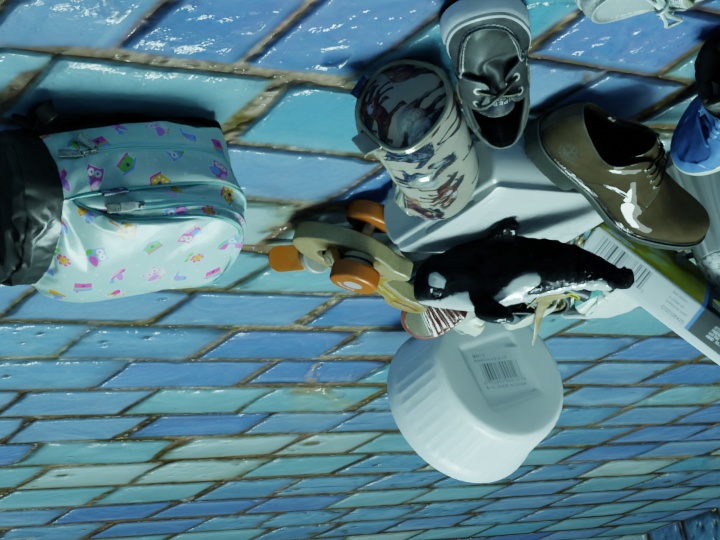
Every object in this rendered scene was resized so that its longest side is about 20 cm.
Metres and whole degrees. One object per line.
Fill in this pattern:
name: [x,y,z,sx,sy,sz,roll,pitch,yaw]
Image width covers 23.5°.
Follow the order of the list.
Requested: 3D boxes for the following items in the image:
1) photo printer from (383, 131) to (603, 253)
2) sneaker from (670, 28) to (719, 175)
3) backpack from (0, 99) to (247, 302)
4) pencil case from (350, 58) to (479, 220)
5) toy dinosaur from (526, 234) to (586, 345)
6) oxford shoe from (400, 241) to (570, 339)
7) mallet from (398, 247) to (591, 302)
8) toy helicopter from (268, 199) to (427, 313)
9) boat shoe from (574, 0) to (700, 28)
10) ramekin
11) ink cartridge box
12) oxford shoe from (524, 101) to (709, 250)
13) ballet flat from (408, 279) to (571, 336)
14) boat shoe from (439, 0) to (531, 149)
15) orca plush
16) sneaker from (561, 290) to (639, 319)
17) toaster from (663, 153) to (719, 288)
photo printer: [0.146,-0.069,1.604,0.199,0.070,0.166,1,158,-36]
sneaker: [0.304,-0.145,1.458,0.111,0.077,0.200,-5,157,-38]
backpack: [-0.191,-0.050,1.365,0.199,0.127,0.167,-6,158,-27]
pencil case: [0.047,-0.103,1.426,0.089,0.078,0.200,-31,161,2]
toy dinosaur: [0.212,0.011,1.837,0.101,0.058,0.200,-39,171,-14]
oxford shoe: [0.128,-0.005,1.822,0.199,0.071,0.075,-28,-157,14]
mallet: [0.130,-0.006,1.713,0.199,0.041,0.066,23,158,-15]
toy helicopter: [0.000,0.000,1.698,0.132,0.079,0.200,3,160,33]
boat shoe: [0.252,-0.216,1.240,0.201,0.065,0.074,-16,161,13]
ramekin: [0.140,0.137,2.023,0.200,0.201,0.098,0,151,-32]
ink cartridge box: [0.313,0.011,1.721,0.047,0.197,0.200,-55,177,20]
oxford shoe: [0.243,-0.081,1.520,0.200,0.073,0.084,30,145,-26]
ballet flat: [0.143,0.035,1.911,0.199,0.073,0.073,-6,161,-15]
boat shoe: [0.102,-0.148,1.347,0.070,0.067,0.200,-12,162,0]
orca plush: [0.143,-0.008,1.553,0.199,0.105,0.071,6,130,24]
sneaker: [0.279,0.019,1.918,0.088,0.075,0.200,-20,166,-17]
toaster: [0.396,-0.064,1.678,0.199,0.130,0.114,-16,162,11]
